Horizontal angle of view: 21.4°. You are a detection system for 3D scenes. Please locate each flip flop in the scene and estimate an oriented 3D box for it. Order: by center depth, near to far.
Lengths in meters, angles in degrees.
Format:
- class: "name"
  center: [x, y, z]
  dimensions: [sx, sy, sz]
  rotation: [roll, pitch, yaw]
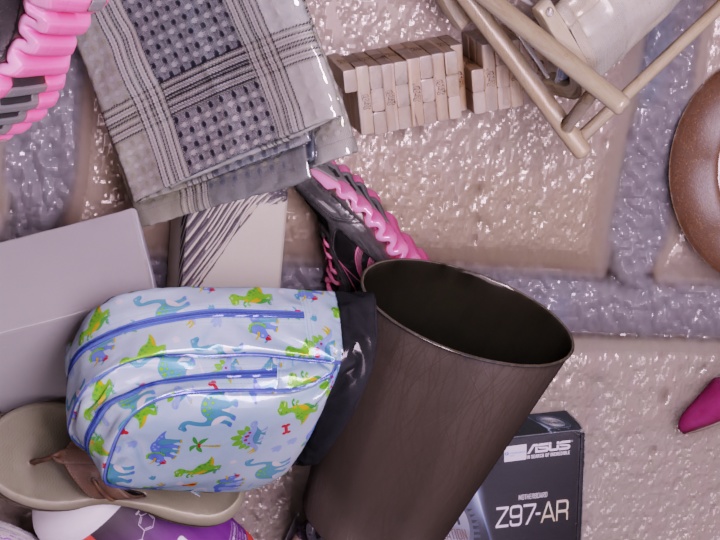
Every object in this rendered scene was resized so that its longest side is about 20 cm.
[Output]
- class: "flip flop"
  center: [-0.174, 0.139, 1.366]
  dimensions: [0.198, 0.058, 0.082]
  rotation: [14, 67, -16]

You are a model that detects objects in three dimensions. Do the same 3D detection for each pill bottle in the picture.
- class: "pill bottle"
  center: [-0.173, 0.196, 1.459]
  dimensions: [0.112, 0.112, 0.200]
  rotation: [-43, 114, 1]

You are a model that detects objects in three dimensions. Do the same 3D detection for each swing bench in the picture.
- class: "swing bench"
  center: [0.172, -0.230, 1.384]
  dimensions: [0.199, 0.130, 0.200]
  rotation: [-42, 86, -13]

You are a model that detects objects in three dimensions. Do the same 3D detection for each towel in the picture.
- class: "towel"
  center: [-0.113, -0.142, 1.332]
  dimensions: [0.191, 0.035, 0.202]
  rotation: [-18, 97, 25]

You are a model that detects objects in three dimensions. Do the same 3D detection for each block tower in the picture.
- class: "block tower"
  center: [0.077, -0.149, 1.452]
  dimensions: [0.198, 0.054, 0.058]
  rotation: [-10, 110, -13]

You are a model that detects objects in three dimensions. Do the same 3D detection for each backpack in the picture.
- class: "backpack"
  center: [-0.106, 0.080, 1.313]
  dimensions: [0.198, 0.155, 0.163]
  rotation: [17, 141, -14]

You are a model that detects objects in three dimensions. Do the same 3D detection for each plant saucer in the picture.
- class: "plant saucer"
  center: [0.350, -0.081, 1.541]
  dimensions: [0.198, 0.037, 0.202]
  rotation: [-1, 95, -10]

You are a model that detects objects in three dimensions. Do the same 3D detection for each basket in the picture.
- class: "basket"
  center: [0.042, 0.113, 1.427]
  dimensions: [0.179, 0.136, 0.201]
  rotation: [9, 118, -32]

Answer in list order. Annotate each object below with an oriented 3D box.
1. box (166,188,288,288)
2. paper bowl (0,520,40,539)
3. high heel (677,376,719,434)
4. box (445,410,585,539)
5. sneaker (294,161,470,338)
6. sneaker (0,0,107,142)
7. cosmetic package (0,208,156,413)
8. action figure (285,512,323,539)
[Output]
- class: "box"
  center: [-0.098, -0.051, 1.423]
  dimensions: [0.081, 0.068, 0.202]
  rotation: [-1, 108, -16]
- class: "paper bowl"
  center: [-0.305, 0.283, 1.450]
  dimensions: [0.199, 0.104, 0.203]
  rotation: [-4, 109, -12]
- class: "high heel"
  center: [0.334, 0.053, 1.608]
  dimensions: [0.199, 0.067, 0.096]
  rotation: [-35, 86, 1]
- class: "box"
  center: [0.085, 0.207, 1.578]
  dimensions: [0.198, 0.044, 0.162]
  rotation: [-4, 109, -15]
- class: "sneaker"
  center: [0.000, 0.000, 1.474]
  dimensions: [0.095, 0.079, 0.200]
  rotation: [-37, 113, 10]
- class: "sneaker"
  center: [-0.246, -0.176, 1.335]
  dimensions: [0.200, 0.095, 0.079]
  rotation: [-53, 157, 22]
- class: "cosmetic package"
  center: [-0.240, 0.037, 1.370]
  dimensions: [0.198, 0.091, 0.107]
  rotation: [-13, 146, -2]
- class: "action figure"
  center: [-0.045, 0.253, 1.479]
  dimensions: [0.069, 0.200, 0.131]
  rotation: [7, 85, -1]
